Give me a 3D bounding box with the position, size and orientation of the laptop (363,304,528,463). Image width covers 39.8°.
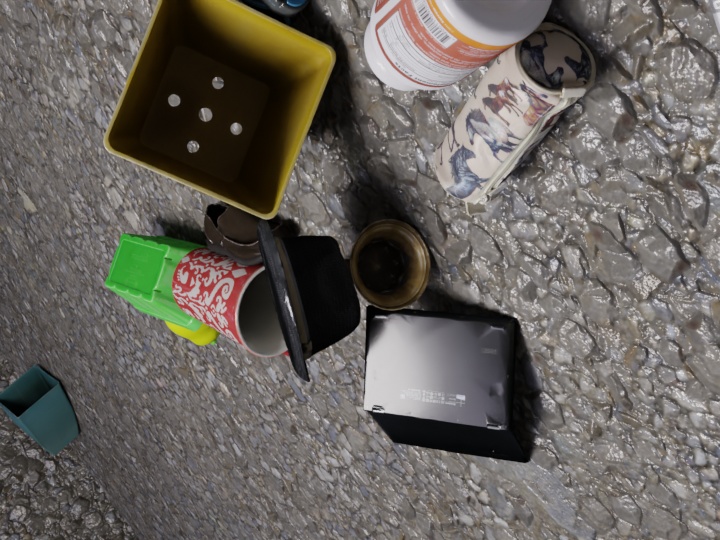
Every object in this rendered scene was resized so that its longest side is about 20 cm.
[{"bbox_3d":[0.108,0.142,1.216,0.184,0.116,0.204,5,99,22],"label":"laptop"}]

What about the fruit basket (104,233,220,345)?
[{"bbox_3d":[-0.292,0.031,1.635,0.212,0.158,0.216,18,175,2],"label":"fruit basket"}]

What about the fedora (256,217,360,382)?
[{"bbox_3d":[-0.054,0.024,1.137,0.201,0.090,0.204,163,90,-82],"label":"fedora"}]

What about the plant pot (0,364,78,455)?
[{"bbox_3d":[-0.869,0.398,2.724,0.140,0.141,0.202,22,143,41],"label":"plant pot"}]

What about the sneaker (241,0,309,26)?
[{"bbox_3d":[-0.139,-0.349,1.096,0.201,0.073,0.082,54,150,2],"label":"sneaker"}]

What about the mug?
[{"bbox_3d":[-0.180,0.056,1.470,0.198,0.132,0.180,16,124,47],"label":"mug"}]

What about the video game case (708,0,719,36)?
[{"bbox_3d":[0.318,-0.176,0.696,0.142,0.018,0.202,-2,118,53],"label":"video game case"}]

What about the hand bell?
[{"bbox_3d":[0.000,0.000,1.245,0.105,0.103,0.199,59,160,-8],"label":"hand bell"}]

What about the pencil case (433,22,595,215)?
[{"bbox_3d":[0.138,-0.137,0.914,0.091,0.077,0.200,67,152,19],"label":"pencil case"}]

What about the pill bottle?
[{"bbox_3d":[0.074,-0.224,0.867,0.113,0.111,0.200,58,161,-6],"label":"pill bottle"}]

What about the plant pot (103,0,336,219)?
[{"bbox_3d":[-0.169,-0.187,1.139,0.197,0.203,0.176,22,176,-16],"label":"plant pot"}]

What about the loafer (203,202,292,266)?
[{"bbox_3d":[-0.171,-0.058,1.411,0.198,0.073,0.072,8,129,50],"label":"loafer"}]
